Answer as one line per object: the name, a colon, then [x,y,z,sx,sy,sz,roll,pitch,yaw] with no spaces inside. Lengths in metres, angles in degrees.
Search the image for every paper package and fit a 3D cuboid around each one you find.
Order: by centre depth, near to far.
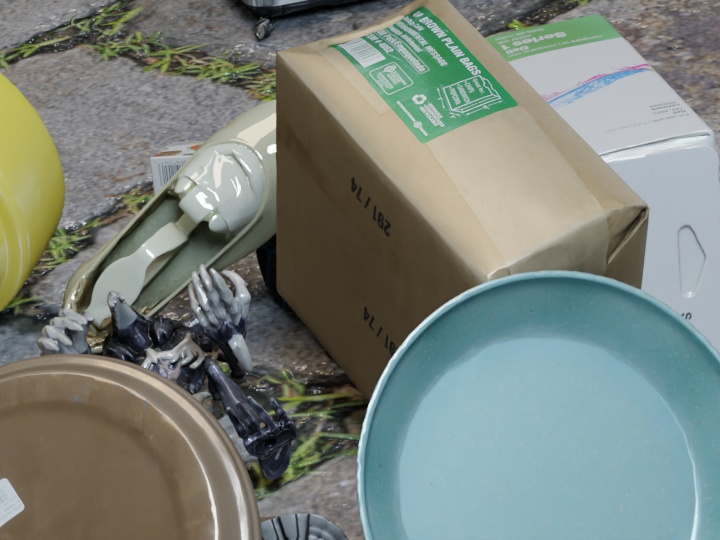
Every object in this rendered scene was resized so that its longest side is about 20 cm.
paper package: [0.048,-0.009,1.395,0.103,0.191,0.200,-22,50,-23]

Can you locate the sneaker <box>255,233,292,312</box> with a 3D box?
sneaker: [0.000,0.000,1.585,0.077,0.076,0.200,-19,29,-15]

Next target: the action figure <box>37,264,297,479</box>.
action figure: [-0.106,0.050,1.480,0.119,0.102,0.200,-26,31,-13]

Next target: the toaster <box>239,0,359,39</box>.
toaster: [-0.032,-0.280,2.137,0.181,0.119,0.200,-15,26,-14]

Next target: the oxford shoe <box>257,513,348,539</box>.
oxford shoe: [-0.099,0.164,1.296,0.200,0.073,0.084,-12,-1,-1]

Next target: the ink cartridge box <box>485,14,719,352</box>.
ink cartridge box: [0.137,-0.042,1.558,0.084,0.145,0.200,-12,26,-9]

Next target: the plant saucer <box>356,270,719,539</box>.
plant saucer: [0.091,0.101,1.261,0.200,0.200,0.036,-15,-7,-17]

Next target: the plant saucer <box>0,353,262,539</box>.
plant saucer: [-0.144,0.131,1.249,0.200,0.200,0.029,-4,-19,10]

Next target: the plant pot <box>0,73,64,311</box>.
plant pot: [-0.297,-0.015,1.578,0.200,0.201,0.189,3,42,20]

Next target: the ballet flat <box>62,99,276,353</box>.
ballet flat: [-0.101,-0.023,1.577,0.200,0.069,0.069,-44,21,15]

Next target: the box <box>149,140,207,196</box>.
box: [-0.027,-0.057,1.610,0.200,0.042,0.039,-2,17,21]
